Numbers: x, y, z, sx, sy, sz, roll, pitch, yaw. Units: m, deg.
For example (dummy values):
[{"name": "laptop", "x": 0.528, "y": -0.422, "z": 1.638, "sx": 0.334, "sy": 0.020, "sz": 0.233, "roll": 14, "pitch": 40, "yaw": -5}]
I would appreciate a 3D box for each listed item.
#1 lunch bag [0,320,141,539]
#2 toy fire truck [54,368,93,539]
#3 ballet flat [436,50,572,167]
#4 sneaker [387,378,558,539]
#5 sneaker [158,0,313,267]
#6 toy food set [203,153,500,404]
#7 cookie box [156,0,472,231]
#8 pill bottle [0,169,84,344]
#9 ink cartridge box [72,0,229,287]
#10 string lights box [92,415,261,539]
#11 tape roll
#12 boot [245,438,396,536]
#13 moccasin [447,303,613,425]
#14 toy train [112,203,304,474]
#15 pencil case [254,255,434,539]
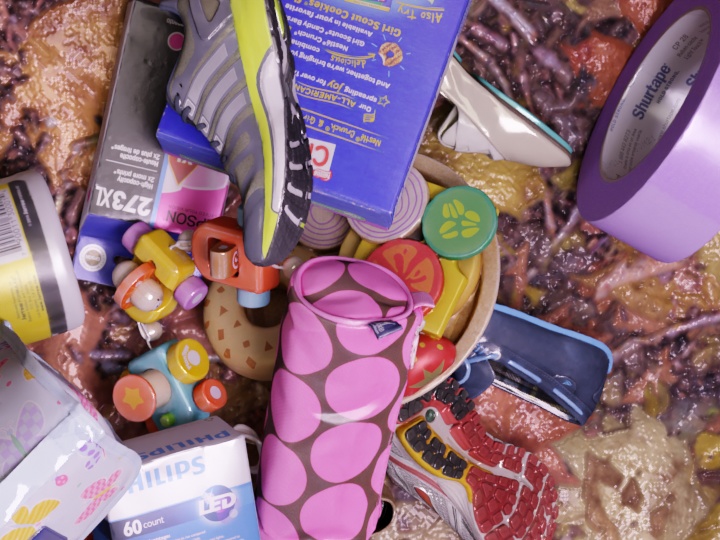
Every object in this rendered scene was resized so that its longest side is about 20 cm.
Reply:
[{"name": "lunch bag", "x": -0.229, "y": 0.136, "z": 1.348, "sx": 0.170, "sy": 0.200, "sz": 0.127, "roll": -46, "pitch": 103, "yaw": -7}, {"name": "toy fire truck", "x": -0.228, "y": 0.192, "z": 1.505, "sx": 0.176, "sy": 0.129, "sz": 0.200, "roll": -34, "pitch": 111, "yaw": -9}, {"name": "ballet flat", "x": 0.061, "y": -0.126, "z": 1.571, "sx": 0.200, "sy": 0.069, "sz": 0.070, "roll": 42, "pitch": 84, "yaw": -5}, {"name": "sneaker", "x": 0.071, "y": 0.142, "z": 1.589, "sx": 0.078, "sy": 0.082, "sz": 0.200, "roll": -51, "pitch": 118, "yaw": -26}, {"name": "sneaker", "x": -0.080, "y": -0.098, "z": 1.418, "sx": 0.081, "sy": 0.074, "sz": 0.201, "roll": -11, "pitch": 75, "yaw": 12}, {"name": "toy food set", "x": 0.000, "y": 0.000, "z": 1.526, "sx": 0.199, "sy": 0.049, "sz": 0.199, "roll": 20, "pitch": 78, "yaw": 25}, {"name": "cookie box", "x": -0.025, "y": -0.150, "z": 1.489, "sx": 0.171, "sy": 0.075, "sz": 0.201, "roll": 20, "pitch": 82, "yaw": 5}, {"name": "pill bottle", "x": -0.294, "y": 0.012, "z": 1.474, "sx": 0.199, "sy": 0.114, "sz": 0.115, "roll": -17, "pitch": 97, "yaw": -10}, {"name": "ink cartridge box", "x": -0.136, "y": -0.082, "z": 1.545, "sx": 0.094, "sy": 0.037, "sz": 0.201, "roll": 12, "pitch": 93, "yaw": -13}, {"name": "string lights box", "x": -0.117, "y": 0.209, "z": 1.476, "sx": 0.102, "sy": 0.059, "sz": 0.201, "roll": -13, "pitch": 105, "yaw": -20}, {"name": "tape roll", "x": 0.231, "y": -0.108, "z": 1.537, "sx": 0.065, "sy": 0.200, "sz": 0.201, "roll": 29, "pitch": 87, "yaw": -13}, {"name": "boot", "x": -0.071, "y": 0.158, "z": 1.553, "sx": 0.199, "sy": 0.075, "sz": 0.074, "roll": 4, "pitch": 94, "yaw": -11}, {"name": "moccasin", "x": 0.088, "y": 0.060, "z": 1.576, "sx": 0.199, "sy": 0.080, "sz": 0.068, "roll": 16, "pitch": 78, "yaw": -12}, {"name": "toy train", "x": -0.114, "y": 0.043, "z": 1.489, "sx": 0.056, "sy": 0.150, "sz": 0.201, "roll": -23, "pitch": 126, "yaw": -48}, {"name": "pencil case", "x": -0.014, "y": 0.094, "z": 1.454, "sx": 0.093, "sy": 0.091, "sz": 0.201, "roll": 1, "pitch": 123, "yaw": -18}]
